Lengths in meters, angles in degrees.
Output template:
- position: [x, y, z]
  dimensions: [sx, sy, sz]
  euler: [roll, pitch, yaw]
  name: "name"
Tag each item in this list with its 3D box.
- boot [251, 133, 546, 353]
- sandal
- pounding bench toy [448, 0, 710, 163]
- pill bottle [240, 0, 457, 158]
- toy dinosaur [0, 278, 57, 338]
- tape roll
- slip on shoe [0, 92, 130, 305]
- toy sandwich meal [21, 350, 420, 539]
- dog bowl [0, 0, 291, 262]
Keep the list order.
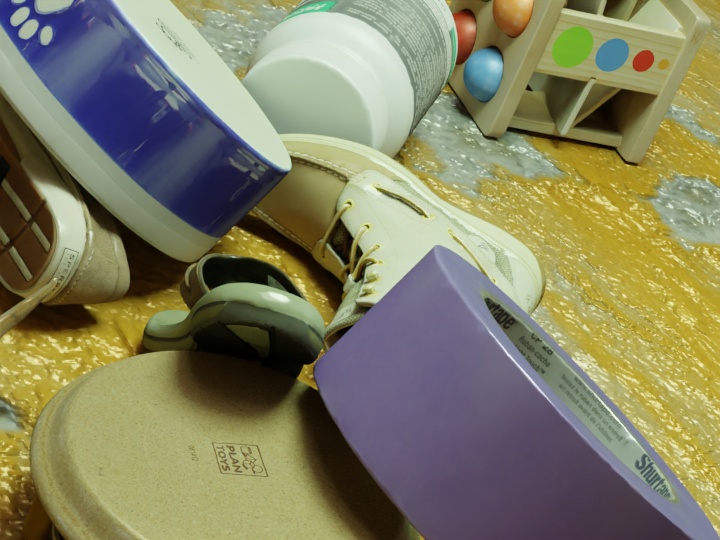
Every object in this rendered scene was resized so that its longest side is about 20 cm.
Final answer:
- position: [0.000, 0.000, 1.184]
  dimensions: [0.199, 0.072, 0.155]
  euler: [27, 30, 6]
  name: "boot"
- position: [-0.056, 0.019, 1.032]
  dimensions: [0.079, 0.058, 0.201]
  euler: [11, -10, -15]
  name: "sandal"
- position: [0.160, -0.205, 1.518]
  dimensions: [0.155, 0.201, 0.124]
  euler: [8, 32, -28]
  name: "pounding bench toy"
- position: [-0.010, -0.124, 1.341]
  dimensions: [0.113, 0.114, 0.200]
  euler: [26, 27, 4]
  name: "pill bottle"
- position: [-0.191, 0.089, 0.895]
  dimensions: [0.106, 0.060, 0.201]
  euler: [14, 50, -27]
  name: "toy dinosaur"
- position: [0.075, 0.088, 0.981]
  dimensions: [0.200, 0.085, 0.200]
  euler: [45, 7, -7]
  name: "tape roll"
- position: [-0.184, -0.053, 1.131]
  dimensions: [0.060, 0.076, 0.200]
  euler: [16, 25, -43]
  name: "slip on shoe"
- position: [-0.062, 0.111, 0.951]
  dimensions: [0.204, 0.071, 0.206]
  euler: [16, 31, -10]
  name: "toy sandwich meal"
- position: [-0.131, -0.105, 1.157]
  dimensions: [0.200, 0.079, 0.200]
  euler: [48, 7, -8]
  name: "dog bowl"
